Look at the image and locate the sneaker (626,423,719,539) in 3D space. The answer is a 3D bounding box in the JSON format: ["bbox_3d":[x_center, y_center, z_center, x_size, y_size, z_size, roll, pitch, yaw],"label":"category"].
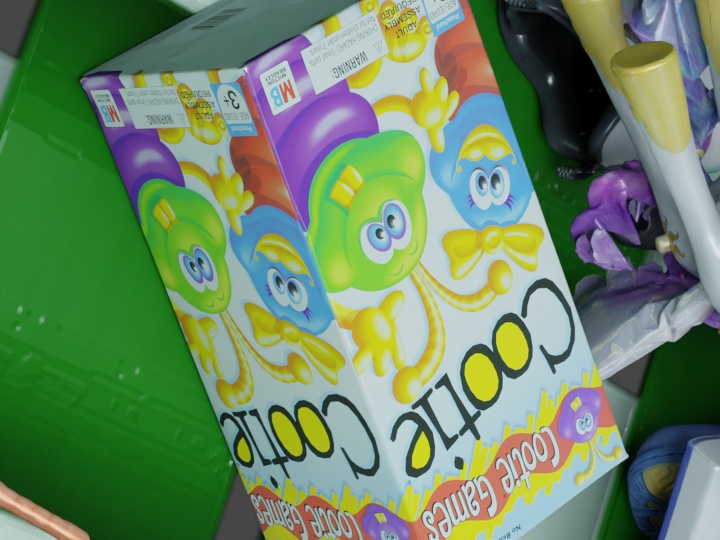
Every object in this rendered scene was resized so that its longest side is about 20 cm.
[{"bbox_3d":[0.187,0.080,1.125,0.199,0.075,0.089,15,65,-40],"label":"sneaker"}]

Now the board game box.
[{"bbox_3d":[0.000,0.000,0.938,0.105,0.103,0.201,-33,111,-33],"label":"board game box"}]

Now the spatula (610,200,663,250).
[{"bbox_3d":[0.180,-0.016,1.134,0.199,0.020,0.057,1,79,-37],"label":"spatula"}]

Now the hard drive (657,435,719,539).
[{"bbox_3d":[0.162,0.157,1.066,0.131,0.025,0.201,-2,118,-33],"label":"hard drive"}]

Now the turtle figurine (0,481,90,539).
[{"bbox_3d":[-0.105,0.164,0.885,0.162,0.064,0.200,-56,131,-14],"label":"turtle figurine"}]

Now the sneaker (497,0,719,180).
[{"bbox_3d":[0.101,-0.133,1.031,0.139,0.077,0.202,-10,98,-39],"label":"sneaker"}]

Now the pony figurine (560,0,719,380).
[{"bbox_3d":[0.131,-0.011,0.957,0.165,0.193,0.201,-19,110,0],"label":"pony figurine"}]
